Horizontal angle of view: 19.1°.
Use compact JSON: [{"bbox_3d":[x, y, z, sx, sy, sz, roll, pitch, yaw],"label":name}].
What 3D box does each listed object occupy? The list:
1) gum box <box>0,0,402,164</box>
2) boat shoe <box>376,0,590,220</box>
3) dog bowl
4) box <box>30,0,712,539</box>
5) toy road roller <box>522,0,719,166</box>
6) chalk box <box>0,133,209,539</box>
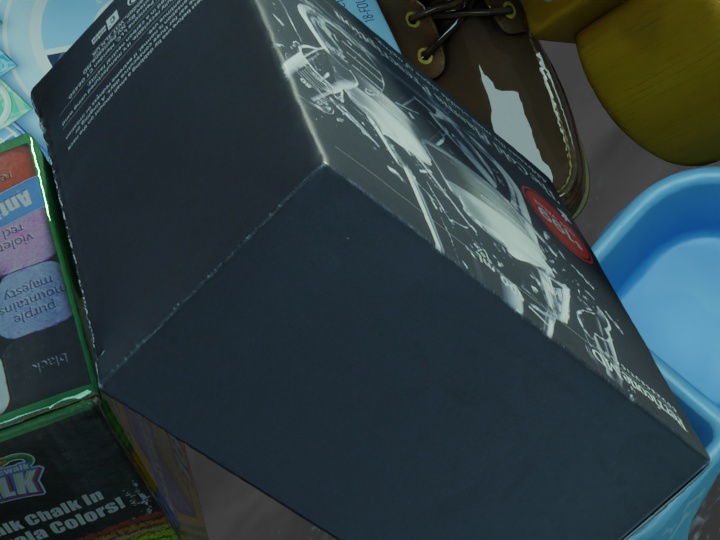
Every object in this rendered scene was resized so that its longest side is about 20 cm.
[{"bbox_3d":[-0.100,-0.108,0.871,0.199,0.045,0.170,-13,59,-18],"label":"gum box"},{"bbox_3d":[0.033,-0.106,0.896,0.072,0.068,0.201,-25,74,-3],"label":"boat shoe"},{"bbox_3d":[0.114,0.041,0.857,0.111,0.050,0.200,41,81,14],"label":"dog bowl"},{"bbox_3d":[0.000,0.000,0.751,0.104,0.200,0.182,-43,36,16],"label":"box"},{"bbox_3d":[0.110,-0.122,0.829,0.199,0.123,0.147,0,70,-38],"label":"toy road roller"},{"bbox_3d":[-0.143,0.047,0.758,0.124,0.200,0.124,-20,51,0],"label":"chalk box"}]
